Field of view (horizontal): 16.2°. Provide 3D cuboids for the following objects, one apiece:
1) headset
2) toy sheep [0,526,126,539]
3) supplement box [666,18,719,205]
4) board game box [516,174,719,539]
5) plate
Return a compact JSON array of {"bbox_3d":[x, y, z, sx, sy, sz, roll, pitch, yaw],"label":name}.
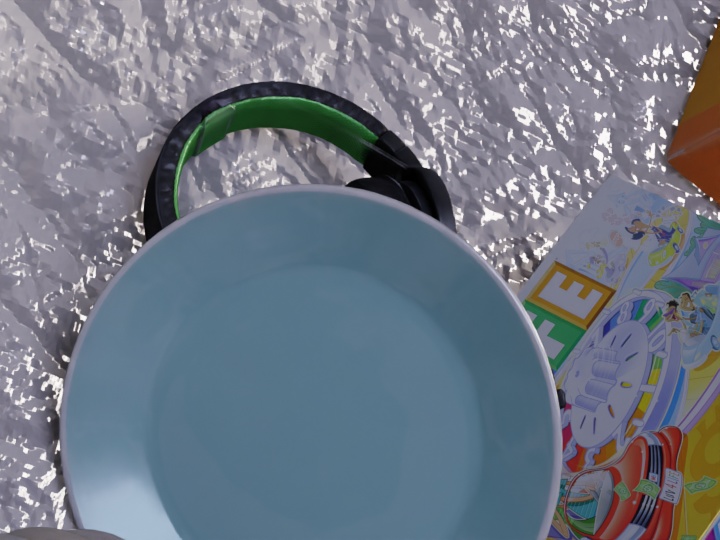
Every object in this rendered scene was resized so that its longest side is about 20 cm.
[{"bbox_3d":[0.000,0.000,1.045,0.123,0.094,0.200,-35,78,-32],"label":"headset"},{"bbox_3d":[-0.123,0.159,0.894,0.200,0.138,0.138,-15,81,-54],"label":"toy sheep"},{"bbox_3d":[0.221,-0.122,1.265,0.069,0.066,0.200,34,58,-19],"label":"supplement box"},{"bbox_3d":[0.107,0.065,1.063,0.200,0.134,0.034,-52,149,-21],"label":"board game box"},{"bbox_3d":[-0.019,0.065,0.993,0.201,0.200,0.026,61,10,0],"label":"plate"}]
